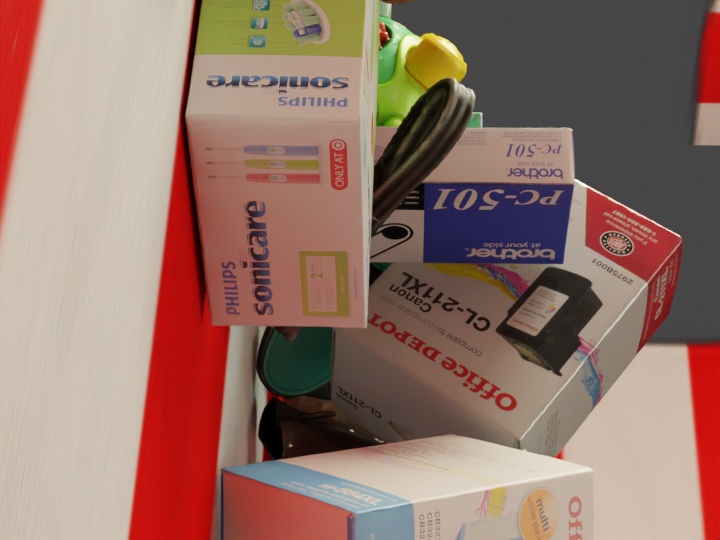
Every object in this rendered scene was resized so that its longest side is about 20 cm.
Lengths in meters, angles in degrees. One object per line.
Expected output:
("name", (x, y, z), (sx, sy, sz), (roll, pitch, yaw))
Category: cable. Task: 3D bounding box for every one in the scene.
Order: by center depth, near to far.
("cable", (-0.011, -0.033, 1.079), (0.200, 0.050, 0.098), (-47, -161, 46))

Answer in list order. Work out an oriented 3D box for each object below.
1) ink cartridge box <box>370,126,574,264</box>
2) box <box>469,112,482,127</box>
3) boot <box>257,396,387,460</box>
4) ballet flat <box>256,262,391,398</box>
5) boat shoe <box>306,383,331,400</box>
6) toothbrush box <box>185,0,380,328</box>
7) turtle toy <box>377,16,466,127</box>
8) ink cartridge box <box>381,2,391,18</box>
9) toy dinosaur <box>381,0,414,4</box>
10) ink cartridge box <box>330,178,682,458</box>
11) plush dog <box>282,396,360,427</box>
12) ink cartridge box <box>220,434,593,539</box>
("ink cartridge box", (0.030, -0.046, 1.198), (0.094, 0.198, 0.045), (87, 4, -59))
("box", (0.070, -0.013, 1.462), (0.201, 0.048, 0.118), (89, 2, -58))
("boot", (0.020, 0.153, 1.240), (0.073, 0.165, 0.200), (-65, -161, 11))
("ballet flat", (0.000, 0.000, 1.304), (0.200, 0.068, 0.068), (-51, -165, -2))
("boat shoe", (0.005, 0.001, 1.383), (0.070, 0.066, 0.202), (22, -91, 54))
("toothbrush box", (-0.034, -0.093, 0.988), (0.146, 0.085, 0.201), (88, 4, -47))
("turtle toy", (-0.009, -0.115, 1.284), (0.146, 0.101, 0.200), (-49, -176, 6))
("ink cartridge box", (-0.017, -0.249, 1.413), (0.147, 0.083, 0.201), (89, 3, -48))
("toy dinosaur", (0.031, -0.199, 1.199), (0.136, 0.198, 0.087), (160, -74, -88))
("ink cartridge box", (0.094, 0.033, 1.252), (0.200, 0.145, 0.083), (-47, 156, -32))
("plush dog", (0.030, 0.141, 1.424), (0.161, 0.199, 0.172), (-52, -172, 47))
("ink cartridge box", (0.036, 0.169, 1.080), (0.125, 0.199, 0.130), (8, -79, 52))
